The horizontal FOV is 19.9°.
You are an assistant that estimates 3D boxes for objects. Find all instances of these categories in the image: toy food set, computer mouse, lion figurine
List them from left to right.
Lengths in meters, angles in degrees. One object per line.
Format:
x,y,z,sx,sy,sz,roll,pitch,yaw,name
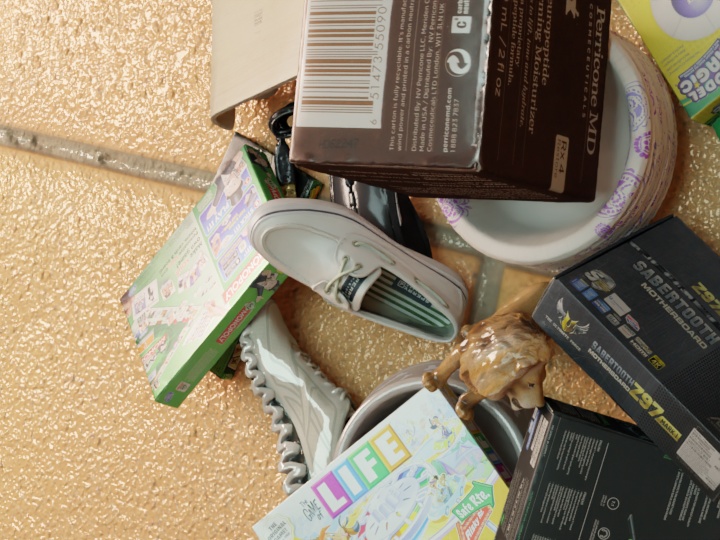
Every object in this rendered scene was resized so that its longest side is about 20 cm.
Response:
-0.066,-0.217,1.807,0.199,0.060,0.145,-18,66,50,toy food set
-0.020,-0.063,1.772,0.139,0.046,0.202,-13,94,38,computer mouse
0.123,0.050,1.608,0.072,0.200,0.122,43,126,-6,lion figurine

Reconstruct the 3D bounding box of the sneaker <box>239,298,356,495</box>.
-0.046,0.112,1.789,0.080,0.075,0.202,-24,77,17,sneaker

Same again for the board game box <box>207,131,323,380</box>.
-0.116,-0.013,1.868,0.104,0.023,0.201,32,102,29,board game box

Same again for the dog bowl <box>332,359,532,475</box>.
0.065,0.175,1.685,0.198,0.059,0.203,0,90,20,dog bowl

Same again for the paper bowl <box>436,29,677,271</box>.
0.161,-0.101,1.650,0.199,0.104,0.203,-4,82,33,paper bowl

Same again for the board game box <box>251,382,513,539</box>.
0.027,0.202,1.650,0.200,0.034,0.135,-40,77,15,board game box

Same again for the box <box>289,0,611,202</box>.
0.070,-0.145,1.534,0.163,0.199,0.168,3,87,32,box

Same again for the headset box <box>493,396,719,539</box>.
0.208,0.209,1.549,0.198,0.093,0.176,16,95,-3,headset box

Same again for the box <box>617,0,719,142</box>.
0.277,-0.207,1.622,0.117,0.048,0.201,-38,68,24,box

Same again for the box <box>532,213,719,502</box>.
0.249,0.061,1.534,0.200,0.157,0.051,47,135,20,box

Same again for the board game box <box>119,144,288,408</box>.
-0.133,0.005,1.818,0.200,0.029,0.135,-49,43,23,board game box

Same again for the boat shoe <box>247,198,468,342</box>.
0.000,0.000,1.699,0.198,0.067,0.074,19,119,-9,boat shoe
